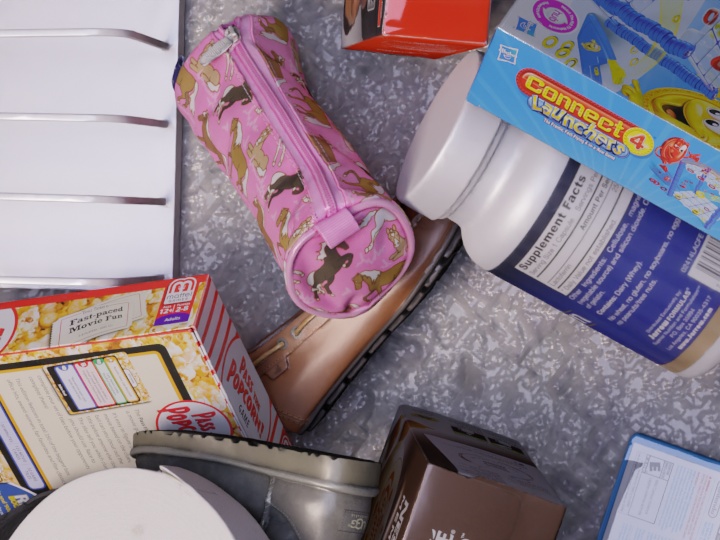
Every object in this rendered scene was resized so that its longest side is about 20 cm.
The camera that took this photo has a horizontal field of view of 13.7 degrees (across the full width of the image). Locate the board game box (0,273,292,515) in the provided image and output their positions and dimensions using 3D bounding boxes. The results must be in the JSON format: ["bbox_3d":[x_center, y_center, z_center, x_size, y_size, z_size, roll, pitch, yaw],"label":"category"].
[{"bbox_3d":[-0.155,0.083,1.722,0.199,0.046,0.152,-7,131,20],"label":"board game box"}]

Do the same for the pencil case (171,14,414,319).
[{"bbox_3d":[-0.038,-0.060,1.686,0.083,0.086,0.200,-53,43,22],"label":"pencil case"}]

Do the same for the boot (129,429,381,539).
[{"bbox_3d":[-0.070,0.191,1.614,0.181,0.072,0.201,7,89,44],"label":"boot"}]

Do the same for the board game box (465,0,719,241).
[{"bbox_3d":[0.186,-0.117,1.626,0.195,0.200,0.056,29,135,6],"label":"board game box"}]

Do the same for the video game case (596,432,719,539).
[{"bbox_3d":[0.228,0.193,1.713,0.199,0.018,0.144,19,94,11],"label":"video game case"}]

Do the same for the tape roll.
[{"bbox_3d":[-0.122,0.204,1.582,0.202,0.037,0.204,-9,74,34],"label":"tape roll"}]

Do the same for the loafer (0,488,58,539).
[{"bbox_3d":[-0.203,0.180,1.746,0.068,0.070,0.200,42,143,-8],"label":"loafer"}]

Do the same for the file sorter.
[{"bbox_3d":[-0.186,-0.089,1.745,0.138,0.125,0.201,1,90,11],"label":"file sorter"}]

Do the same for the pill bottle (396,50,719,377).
[{"bbox_3d":[0.127,-0.034,1.655,0.199,0.116,0.116,29,96,-10],"label":"pill bottle"}]

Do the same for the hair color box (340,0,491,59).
[{"bbox_3d":[0.031,-0.172,1.656,0.061,0.200,0.102,5,91,-6],"label":"hair color box"}]

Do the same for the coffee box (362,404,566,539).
[{"bbox_3d":[0.046,0.151,1.652,0.079,0.200,0.115,19,94,-6],"label":"coffee box"}]

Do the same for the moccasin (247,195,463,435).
[{"bbox_3d":[0.000,0.000,1.737,0.078,0.074,0.202,40,108,1],"label":"moccasin"}]
